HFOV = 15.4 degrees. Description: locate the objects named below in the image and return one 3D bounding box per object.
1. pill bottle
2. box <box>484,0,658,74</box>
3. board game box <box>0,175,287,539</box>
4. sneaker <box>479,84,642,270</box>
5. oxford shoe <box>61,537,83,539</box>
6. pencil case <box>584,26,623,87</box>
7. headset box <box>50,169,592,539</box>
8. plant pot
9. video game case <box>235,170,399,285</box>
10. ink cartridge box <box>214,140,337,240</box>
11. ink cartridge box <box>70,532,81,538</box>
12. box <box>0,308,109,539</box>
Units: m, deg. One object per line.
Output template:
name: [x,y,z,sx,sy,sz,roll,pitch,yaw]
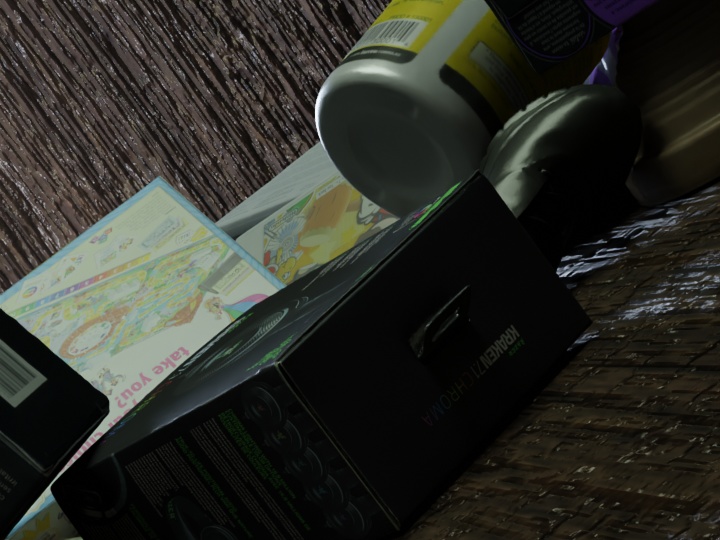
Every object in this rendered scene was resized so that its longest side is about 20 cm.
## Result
pill bottle: [0.072,-0.127,1.495,0.200,0.114,0.114,-51,13,-33]
box: [0.151,-0.211,1.431,0.122,0.106,0.200,-30,8,45]
board game box: [-0.140,0.051,1.400,0.200,0.134,0.034,-38,-37,-16]
sneaker: [0.078,-0.011,1.381,0.200,0.076,0.091,-49,19,4]
oxford shoe: [-0.164,0.188,1.260,0.075,0.058,0.200,12,30,24]
pencil case: [0.102,-0.067,1.593,0.200,0.086,0.084,-35,-1,18]
headset box: [-0.014,0.060,1.216,0.200,0.093,0.174,-30,9,47]
plant pot: [0.208,-0.129,1.434,0.201,0.093,0.201,-35,6,4]
video game case: [0.000,0.000,1.553,0.200,0.023,0.182,-33,36,28]
ink cartridge box: [0.011,-0.072,1.756,0.200,0.050,0.162,-36,11,-35]
ink cartridge box: [-0.122,0.143,1.399,0.200,0.050,0.109,-37,6,-11]
box: [-0.227,0.116,1.224,0.200,0.107,0.148,-49,2,11]
